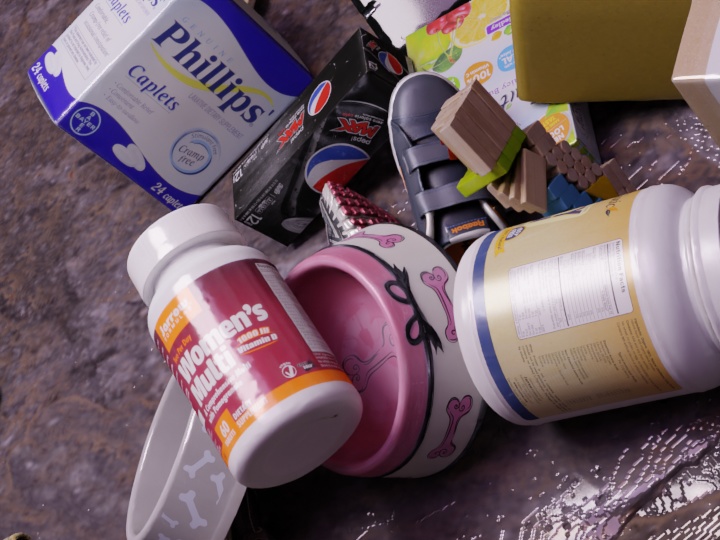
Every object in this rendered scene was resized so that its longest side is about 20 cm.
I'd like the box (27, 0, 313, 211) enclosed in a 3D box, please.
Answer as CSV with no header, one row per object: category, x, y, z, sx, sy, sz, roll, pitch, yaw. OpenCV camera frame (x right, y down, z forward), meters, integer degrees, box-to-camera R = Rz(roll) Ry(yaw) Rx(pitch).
box,-0.183,-0.190,1.411,0.200,0.184,0.105,-45,43,7

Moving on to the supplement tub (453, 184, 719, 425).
supplement tub,0.181,0.023,1.010,0.199,0.144,0.146,-16,55,31

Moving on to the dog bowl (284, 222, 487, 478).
dog bowl,0.004,0.067,1.105,0.199,0.073,0.202,13,107,47

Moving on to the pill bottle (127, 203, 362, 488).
pill bottle,-0.091,0.053,1.074,0.109,0.109,0.201,-41,62,11

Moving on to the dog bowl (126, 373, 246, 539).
dog bowl,-0.135,0.148,1.179,0.200,0.058,0.202,-160,90,-75

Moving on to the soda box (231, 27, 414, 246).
soda box,-0.034,-0.116,1.290,0.200,0.063,0.071,-45,34,30

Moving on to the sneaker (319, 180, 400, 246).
sneaker,0.000,0.000,1.219,0.075,0.080,0.201,-48,40,24

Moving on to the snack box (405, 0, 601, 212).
snack box,0.118,-0.147,1.233,0.141,0.053,0.202,-26,51,26

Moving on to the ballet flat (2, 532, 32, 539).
ballet flat,-0.269,0.290,1.268,0.199,0.071,0.071,28,83,45

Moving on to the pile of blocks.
pile of blocks,0.124,-0.064,1.082,0.062,0.199,0.083,-31,44,46

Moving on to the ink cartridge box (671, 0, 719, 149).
ink cartridge box,0.332,-0.116,0.961,0.199,0.165,0.076,4,66,41

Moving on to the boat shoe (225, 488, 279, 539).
boat shoe,-0.074,0.248,1.137,0.064,0.074,0.201,-13,43,1

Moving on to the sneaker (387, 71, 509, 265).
sneaker,0.074,-0.061,1.128,0.078,0.079,0.202,-16,92,0

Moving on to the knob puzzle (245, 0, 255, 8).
knob puzzle,-0.170,-0.304,1.581,0.218,0.030,0.221,-20,52,28

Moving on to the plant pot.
plant pot,0.208,-0.266,1.095,0.193,0.200,0.196,1,63,16

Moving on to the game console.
game console,0.081,-0.317,1.396,0.200,0.116,0.177,-39,76,14
